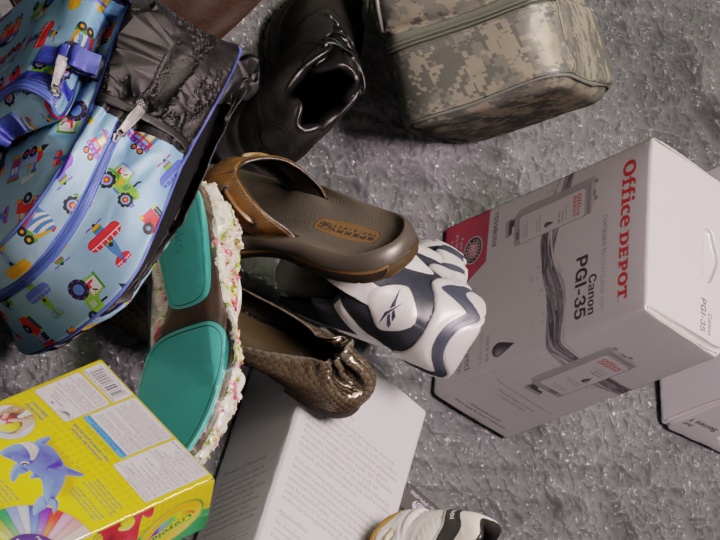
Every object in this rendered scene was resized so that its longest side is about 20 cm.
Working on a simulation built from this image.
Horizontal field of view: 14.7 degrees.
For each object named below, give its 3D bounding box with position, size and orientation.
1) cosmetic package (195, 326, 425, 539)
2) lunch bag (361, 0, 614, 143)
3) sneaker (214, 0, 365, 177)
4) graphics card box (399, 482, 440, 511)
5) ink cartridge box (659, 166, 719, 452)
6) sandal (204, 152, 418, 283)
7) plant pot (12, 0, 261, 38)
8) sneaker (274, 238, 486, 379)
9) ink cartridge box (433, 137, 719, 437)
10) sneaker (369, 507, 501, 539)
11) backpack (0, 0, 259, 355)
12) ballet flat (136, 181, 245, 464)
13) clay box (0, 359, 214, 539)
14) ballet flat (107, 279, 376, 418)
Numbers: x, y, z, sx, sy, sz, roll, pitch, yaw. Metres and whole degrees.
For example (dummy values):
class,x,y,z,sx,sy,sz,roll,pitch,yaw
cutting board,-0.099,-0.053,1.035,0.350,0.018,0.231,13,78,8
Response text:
class,x,y,z,sx,sy,sz,roll,pitch,yaw
cosmetic package,-0.036,0.148,1.782,0.101,0.071,0.200,41,46,-25
lunch bag,0.086,-0.189,1.999,0.200,0.139,0.168,2,73,-72
sneaker,-0.028,-0.134,1.918,0.076,0.091,0.200,44,43,-21
graphics card box,0.032,0.253,1.821,0.125,0.051,0.200,41,47,-26
ink cartridge box,0.307,0.039,2.205,0.145,0.084,0.200,24,55,-39
sandal,-0.059,-0.041,1.769,0.082,0.200,0.055,-53,148,-41
plant pot,-0.105,-0.239,1.799,0.187,0.200,0.187,23,55,-39
sneaker,0.000,0.000,1.851,0.129,0.080,0.199,30,13,-16
ink cartridge box,0.153,0.012,1.958,0.083,0.200,0.147,31,50,-35
sneaker,0.064,0.246,1.738,0.076,0.088,0.200,-16,94,-59
backpack,-0.176,-0.058,1.660,0.134,0.182,0.200,33,61,-22
ballet flat,-0.094,0.040,1.690,0.064,0.076,0.200,39,48,-52
clay box,-0.196,0.132,1.563,0.200,0.048,0.115,-23,51,-33
ballet flat,-0.081,0.031,1.752,0.200,0.046,0.067,27,51,0
